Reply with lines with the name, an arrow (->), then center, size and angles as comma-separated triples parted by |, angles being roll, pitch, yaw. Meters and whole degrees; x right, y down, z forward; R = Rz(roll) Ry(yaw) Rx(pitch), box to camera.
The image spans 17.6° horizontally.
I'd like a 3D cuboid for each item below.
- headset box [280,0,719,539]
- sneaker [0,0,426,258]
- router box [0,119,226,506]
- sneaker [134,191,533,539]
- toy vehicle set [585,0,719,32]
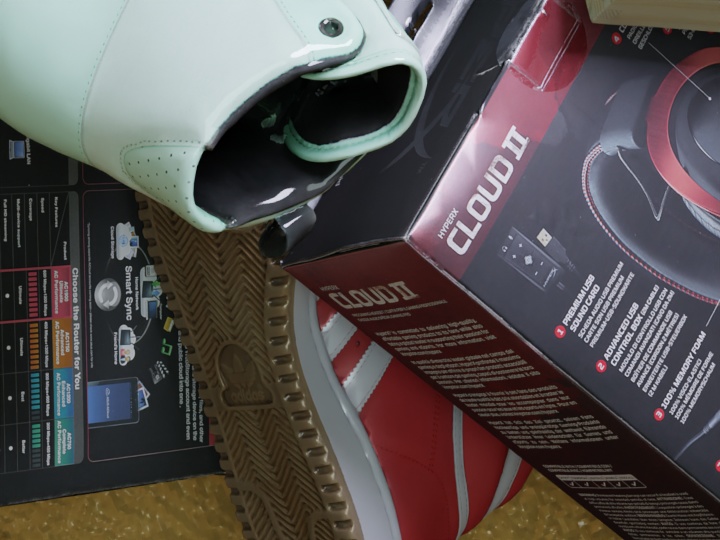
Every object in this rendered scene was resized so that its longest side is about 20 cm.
headset box -> 0.083, -0.018, 0.693 | 0.200, 0.075, 0.149 | 38, 67, -21
sneaker -> -0.001, -0.084, 0.633 | 0.200, 0.074, 0.118 | -41, 54, -19
router box -> -0.111, -0.028, 0.726 | 0.149, 0.062, 0.201 | -4, 95, -41
sneaker -> 0.000, 0.000, 0.740 | 0.112, 0.071, 0.201 | -25, 108, -42
toy vehicle set -> 0.145, -0.127, 0.679 | 0.199, 0.027, 0.125 | 1, 66, -25
